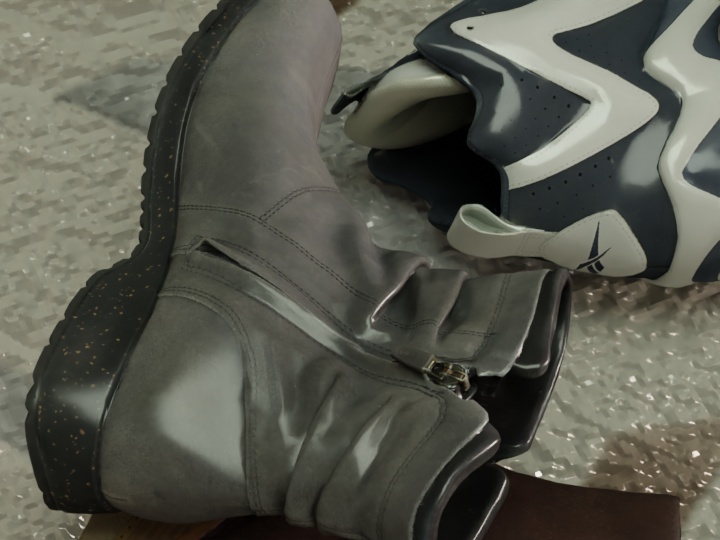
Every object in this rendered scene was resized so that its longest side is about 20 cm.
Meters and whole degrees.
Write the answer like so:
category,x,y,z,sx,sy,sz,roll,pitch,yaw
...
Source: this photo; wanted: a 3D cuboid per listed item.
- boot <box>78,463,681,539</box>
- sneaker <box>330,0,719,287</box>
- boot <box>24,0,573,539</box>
category,x,y,z,sx,sy,sz,roll,pitch,yaw
boot,-0.005,0.119,0.681,0.166,0.072,0.200,14,52,7
sneaker,0.048,-0.082,0.819,0.129,0.080,0.200,-3,65,-17
boot,0.000,0.000,0.713,0.131,0.070,0.200,6,53,17
